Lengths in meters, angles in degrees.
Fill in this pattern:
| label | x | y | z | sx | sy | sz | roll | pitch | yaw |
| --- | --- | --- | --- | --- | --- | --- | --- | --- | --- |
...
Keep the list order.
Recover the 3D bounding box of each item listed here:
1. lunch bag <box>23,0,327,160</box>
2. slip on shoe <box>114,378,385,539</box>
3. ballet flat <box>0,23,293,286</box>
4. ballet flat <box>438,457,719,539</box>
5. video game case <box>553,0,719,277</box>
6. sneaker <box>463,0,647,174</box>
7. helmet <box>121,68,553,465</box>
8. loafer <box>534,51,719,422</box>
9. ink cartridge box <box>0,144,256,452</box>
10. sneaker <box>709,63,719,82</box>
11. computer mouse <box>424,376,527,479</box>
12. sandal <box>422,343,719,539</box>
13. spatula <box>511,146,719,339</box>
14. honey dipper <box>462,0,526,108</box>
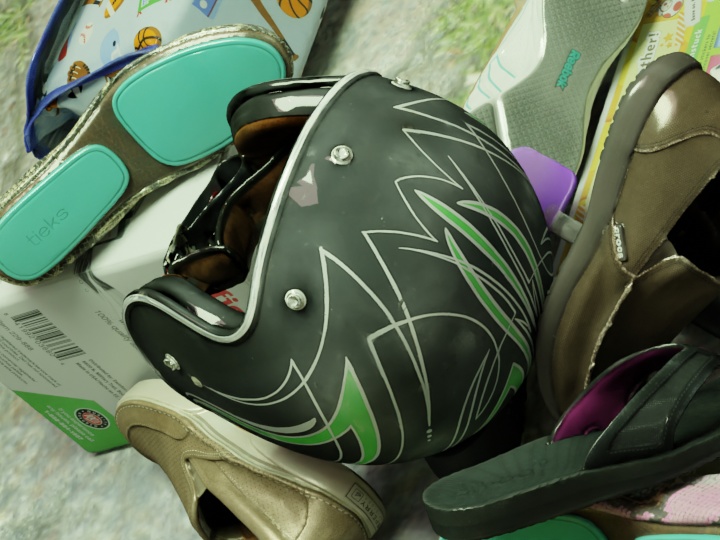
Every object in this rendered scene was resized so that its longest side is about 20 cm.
| label | x | y | z | sx | sy | sz | roll | pitch | yaw |
| --- | --- | --- | --- | --- | --- | --- | --- | --- | --- |
| lunch bag | -0.121 | -0.153 | 1.791 | 0.200 | 0.124 | 0.170 | -16 | 46 | 53 |
| slip on shoe | -0.072 | 0.114 | 1.546 | 0.200 | 0.076 | 0.061 | 21 | 67 | 43 |
| ballet flat | -0.121 | -0.070 | 1.531 | 0.200 | 0.068 | 0.075 | -38 | 17 | 10 |
| ballet flat | 0.132 | 0.118 | 1.361 | 0.200 | 0.069 | 0.071 | -4 | 37 | 37 |
| video game case | 0.195 | -0.068 | 1.491 | 0.182 | 0.023 | 0.200 | -5 | 55 | 41 |
| sneaker | 0.091 | -0.084 | 1.568 | 0.200 | 0.070 | 0.080 | -59 | 4 | -19 |
| helmet | 0.000 | 0.000 | 1.415 | 0.191 | 0.200 | 0.200 | -2 | 56 | 44 |
| loafer | 0.138 | -0.001 | 1.371 | 0.071 | 0.200 | 0.073 | 30 | 35 | 27 |
| ink cartridge box | -0.111 | 0.014 | 1.609 | 0.200 | 0.146 | 0.084 | -15 | 47 | 33 |
| sneaker | 0.264 | -0.051 | 1.360 | 0.129 | 0.080 | 0.199 | -31 | 49 | 1 |
| computer mouse | 0.066 | 0.037 | 1.521 | 0.059 | 0.034 | 0.200 | -22 | 38 | 30 |
| sandal | 0.121 | 0.070 | 1.344 | 0.200 | 0.048 | 0.075 | -20 | 15 | -18 |
| spatula | 0.130 | -0.006 | 1.451 | 0.200 | 0.021 | 0.057 | 30 | 89 | 33 |
| honey dipper | 0.060 | -0.081 | 1.624 | 0.038 | 0.038 | 0.200 | 6 | 58 | 46 |
